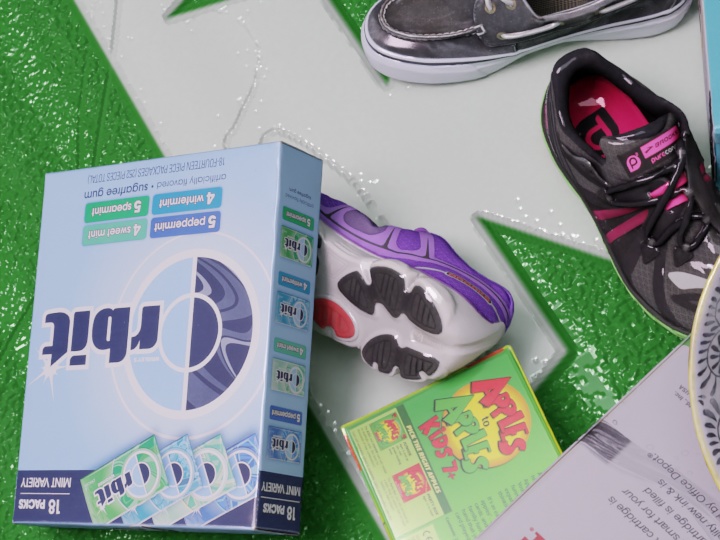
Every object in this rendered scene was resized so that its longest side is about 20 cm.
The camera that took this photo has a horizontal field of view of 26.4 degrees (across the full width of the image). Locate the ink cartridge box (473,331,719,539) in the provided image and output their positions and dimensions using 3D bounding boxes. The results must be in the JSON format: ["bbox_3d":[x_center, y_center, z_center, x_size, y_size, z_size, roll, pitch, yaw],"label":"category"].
[{"bbox_3d":[0.159,0.131,0.718,0.200,0.084,0.146,-37,69,-27],"label":"ink cartridge box"}]

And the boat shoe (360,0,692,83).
[{"bbox_3d":[0.093,-0.165,0.898,0.199,0.071,0.072,-12,67,9],"label":"boat shoe"}]

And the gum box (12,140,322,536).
[{"bbox_3d":[-0.106,0.040,0.834,0.169,0.044,0.201,-4,77,32],"label":"gum box"}]

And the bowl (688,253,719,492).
[{"bbox_3d":[0.247,0.041,0.662,0.200,0.094,0.202,1,94,19],"label":"bowl"}]

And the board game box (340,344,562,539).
[{"bbox_3d":[0.076,0.151,0.789,0.101,0.048,0.201,-26,66,1],"label":"board game box"}]

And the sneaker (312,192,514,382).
[{"bbox_3d":[0.000,0.000,0.865,0.200,0.083,0.081,32,122,33],"label":"sneaker"}]

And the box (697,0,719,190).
[{"bbox_3d":[0.214,-0.151,0.859,0.049,0.082,0.201,-4,68,12],"label":"box"}]

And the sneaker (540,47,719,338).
[{"bbox_3d":[0.157,-0.039,0.826,0.077,0.084,0.200,-37,65,-2],"label":"sneaker"}]
